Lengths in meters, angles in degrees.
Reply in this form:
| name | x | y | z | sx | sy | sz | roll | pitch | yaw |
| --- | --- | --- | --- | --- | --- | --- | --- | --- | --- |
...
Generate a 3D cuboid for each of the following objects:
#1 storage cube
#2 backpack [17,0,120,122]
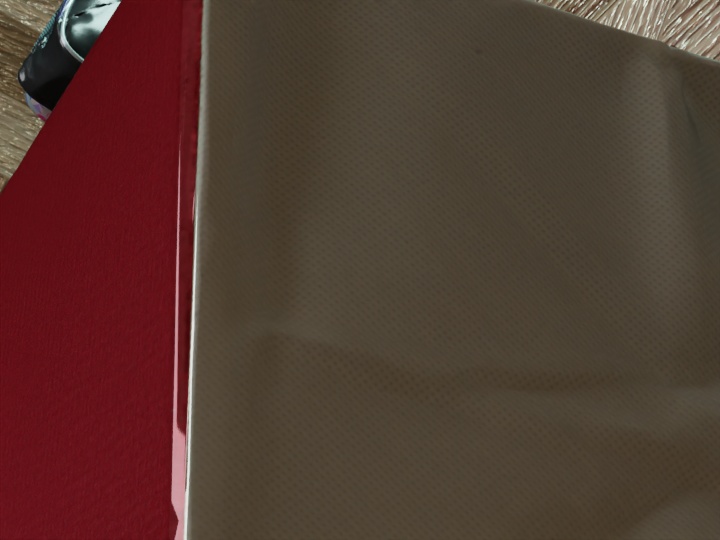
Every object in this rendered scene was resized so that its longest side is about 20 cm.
| name | x | y | z | sx | sy | sz | roll | pitch | yaw |
| --- | --- | --- | --- | --- | --- | --- | --- | --- | --- |
| storage cube | 0.010 | 0.072 | 0.440 | 0.180 | 0.171 | 0.200 | -50 | 32 | 47 |
| backpack | -0.128 | -0.160 | 1.818 | 0.151 | 0.177 | 0.200 | -35 | 24 | 57 |
